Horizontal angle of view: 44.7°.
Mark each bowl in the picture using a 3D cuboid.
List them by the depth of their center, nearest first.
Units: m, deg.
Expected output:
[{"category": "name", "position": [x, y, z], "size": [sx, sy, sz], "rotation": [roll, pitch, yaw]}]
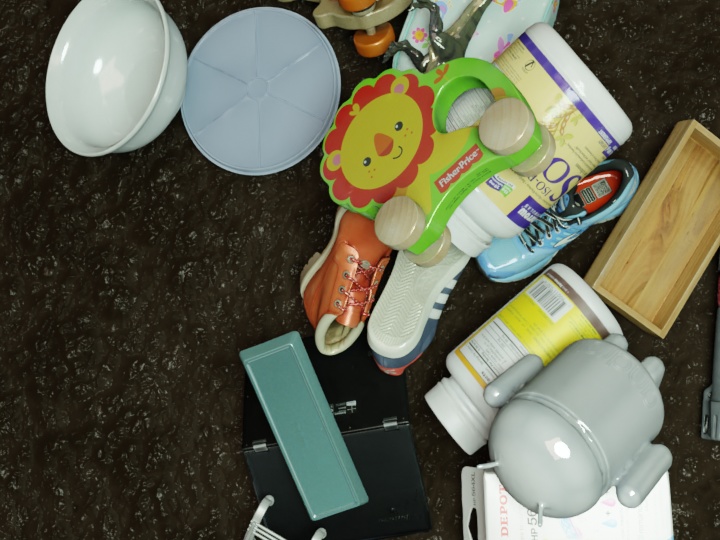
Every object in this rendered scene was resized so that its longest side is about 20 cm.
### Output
[{"category": "bowl", "position": [-0.267, -0.222, 1.020], "size": [0.198, 0.090, 0.205], "rotation": [-6, 79, 32]}]

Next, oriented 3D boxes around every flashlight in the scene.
[{"category": "flashlight", "position": [0.393, 0.073, 0.887], "size": [0.067, 0.068, 0.204], "rotation": [6, 83, -1]}]

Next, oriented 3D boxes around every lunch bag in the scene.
[{"category": "lunch bag", "position": [0.127, -0.272, 0.977], "size": [0.158, 0.077, 0.203], "rotation": [22, 87, 14]}]

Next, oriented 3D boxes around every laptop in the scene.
[{"category": "laptop", "position": [-0.027, 0.185, 0.976], "size": [0.184, 0.117, 0.203], "rotation": [-10, 52, 8]}]

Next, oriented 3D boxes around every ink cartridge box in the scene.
[{"category": "ink cartridge box", "position": [0.198, 0.258, 0.866], "size": [0.196, 0.125, 0.131], "rotation": [-3, 82, 9]}]

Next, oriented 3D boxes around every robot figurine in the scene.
[{"category": "robot figurine", "position": [0.191, 0.139, 0.780], "size": [0.168, 0.114, 0.199], "rotation": [31, 51, 33]}]

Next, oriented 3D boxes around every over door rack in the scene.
[{"category": "over door rack", "position": [-0.081, 0.359, 0.936], "size": [0.146, 0.067, 0.203], "rotation": [27, 101, 10]}]

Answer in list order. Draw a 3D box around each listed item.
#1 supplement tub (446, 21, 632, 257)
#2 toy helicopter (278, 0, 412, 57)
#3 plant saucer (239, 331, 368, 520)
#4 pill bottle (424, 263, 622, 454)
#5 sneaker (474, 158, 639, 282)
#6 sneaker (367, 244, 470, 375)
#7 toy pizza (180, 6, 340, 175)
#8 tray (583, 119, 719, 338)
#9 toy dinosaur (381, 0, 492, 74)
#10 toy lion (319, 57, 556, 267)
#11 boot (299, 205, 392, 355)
[{"category": "supplement tub", "position": [0.150, -0.125, 0.868], "size": [0.200, 0.145, 0.146], "rotation": [-42, 77, 18]}, {"category": "toy helicopter", "position": [-0.021, -0.328, 1.002], "size": [0.198, 0.079, 0.133], "rotation": [20, 63, 35]}, {"category": "plant saucer", "position": [-0.059, 0.166, 0.907], "size": [0.069, 0.019, 0.203], "rotation": [-20, 100, 10]}, {"category": "pill bottle", "position": [0.164, 0.095, 0.902], "size": [0.199, 0.109, 0.110], "rotation": [-41, 77, 3]}, {"category": "sneaker", "position": [0.205, -0.062, 0.926], "size": [0.198, 0.090, 0.079], "rotation": [-35, 78, 5]}, {"category": "sneaker", "position": [0.065, 0.025, 0.949], "size": [0.074, 0.085, 0.201], "rotation": [24, 58, 20]}, {"category": "toy pizza", "position": [-0.118, -0.211, 1.036], "size": [0.196, 0.032, 0.204], "rotation": [-1, 83, 10]}, {"category": "tray", "position": [0.324, -0.043, 0.914], "size": [0.098, 0.037, 0.202], "rotation": [32, 88, -11]}, {"category": "toy dinosaur", "position": [0.078, -0.235, 0.918], "size": [0.087, 0.047, 0.202], "rotation": [28, 96, -4]}, {"category": "toy lion", "position": [0.054, -0.119, 0.810], "size": [0.199, 0.068, 0.193], "rotation": [-41, 54, 19]}, {"category": "boot", "position": [0.000, 0.000, 0.904], "size": [0.074, 0.201, 0.108], "rotation": [13, 43, -22]}]
